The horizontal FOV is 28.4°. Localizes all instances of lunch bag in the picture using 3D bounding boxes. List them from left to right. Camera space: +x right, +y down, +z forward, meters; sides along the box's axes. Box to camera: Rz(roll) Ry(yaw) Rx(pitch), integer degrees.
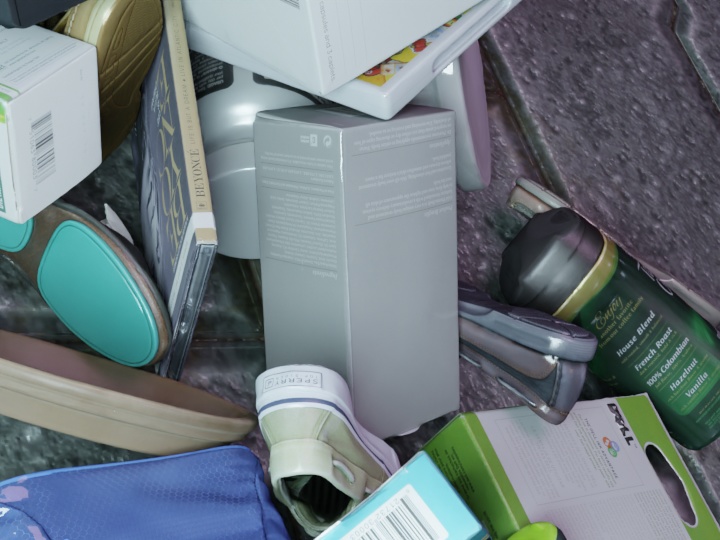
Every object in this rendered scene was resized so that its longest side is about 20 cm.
[{"bbox_3d":[-0.111,0.179,0.693,0.199,0.136,0.133,-3,58,-42],"label":"lunch bag"}]

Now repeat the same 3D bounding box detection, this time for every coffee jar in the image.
[{"bbox_3d":[0.195,0.040,1.059,0.200,0.085,0.104,38,8,-11],"label":"coffee jar"}]

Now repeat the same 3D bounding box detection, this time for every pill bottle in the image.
[{"bbox_3d":[-0.076,-0.115,0.985,0.116,0.116,0.201,16,49,-26],"label":"pill bottle"}]

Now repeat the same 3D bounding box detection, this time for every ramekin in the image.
[{"bbox_3d":[0.036,-0.155,1.057,0.093,0.203,0.203,-7,47,11],"label":"ramekin"}]

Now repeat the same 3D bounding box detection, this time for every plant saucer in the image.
[{"bbox_3d":[-0.152,0.062,0.754,0.199,0.200,0.030,18,88,-25],"label":"plant saucer"}]

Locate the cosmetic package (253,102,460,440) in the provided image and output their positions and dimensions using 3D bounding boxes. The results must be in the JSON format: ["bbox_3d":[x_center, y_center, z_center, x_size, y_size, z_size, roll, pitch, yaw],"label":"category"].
[{"bbox_3d":[0.000,0.000,0.888,0.090,0.202,0.106,15,19,43],"label":"cosmetic package"}]

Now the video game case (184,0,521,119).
[{"bbox_3d":[-0.009,-0.179,0.923,0.199,0.023,0.182,24,50,30],"label":"video game case"}]

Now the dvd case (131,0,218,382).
[{"bbox_3d":[-0.119,-0.051,0.874,0.016,0.149,0.201,0,54,-18],"label":"dvd case"}]

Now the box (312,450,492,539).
[{"bbox_3d":[0.025,0.151,0.773,0.049,0.082,0.200,51,-2,14],"label":"box"}]

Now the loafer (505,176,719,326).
[{"bbox_3d":[0.193,0.003,1.131,0.199,0.063,0.072,34,7,-5],"label":"loafer"}]

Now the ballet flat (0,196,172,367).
[{"bbox_3d":[-0.181,-0.022,0.855,0.200,0.068,0.068,38,27,6],"label":"ballet flat"}]

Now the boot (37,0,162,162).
[{"bbox_3d":[-0.202,-0.156,0.870,0.155,0.200,0.073,41,67,2],"label":"boot"}]

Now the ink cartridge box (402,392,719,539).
[{"bbox_3d":[0.143,0.167,0.944,0.199,0.076,0.149,-1,56,-44],"label":"ink cartridge box"}]

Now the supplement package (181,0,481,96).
[{"bbox_3d":[-0.004,-0.236,0.851,0.199,0.153,0.150,-34,46,-26],"label":"supplement package"}]

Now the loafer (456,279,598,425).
[{"bbox_3d":[0.066,0.044,0.951,0.072,0.064,0.199,3,13,-46],"label":"loafer"}]

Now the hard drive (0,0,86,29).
[{"bbox_3d":[-0.212,-0.181,0.790,0.199,0.033,0.139,14,36,33],"label":"hard drive"}]

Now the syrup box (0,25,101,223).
[{"bbox_3d":[-0.250,-0.107,0.810,0.199,0.079,0.081,21,39,20],"label":"syrup box"}]

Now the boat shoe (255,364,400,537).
[{"bbox_3d":[-0.022,0.118,0.802,0.071,0.200,0.063,-4,62,13],"label":"boat shoe"}]

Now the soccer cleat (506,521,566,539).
[{"bbox_3d":[0.077,0.241,0.806,0.081,0.067,0.201,36,68,-24],"label":"soccer cleat"}]
